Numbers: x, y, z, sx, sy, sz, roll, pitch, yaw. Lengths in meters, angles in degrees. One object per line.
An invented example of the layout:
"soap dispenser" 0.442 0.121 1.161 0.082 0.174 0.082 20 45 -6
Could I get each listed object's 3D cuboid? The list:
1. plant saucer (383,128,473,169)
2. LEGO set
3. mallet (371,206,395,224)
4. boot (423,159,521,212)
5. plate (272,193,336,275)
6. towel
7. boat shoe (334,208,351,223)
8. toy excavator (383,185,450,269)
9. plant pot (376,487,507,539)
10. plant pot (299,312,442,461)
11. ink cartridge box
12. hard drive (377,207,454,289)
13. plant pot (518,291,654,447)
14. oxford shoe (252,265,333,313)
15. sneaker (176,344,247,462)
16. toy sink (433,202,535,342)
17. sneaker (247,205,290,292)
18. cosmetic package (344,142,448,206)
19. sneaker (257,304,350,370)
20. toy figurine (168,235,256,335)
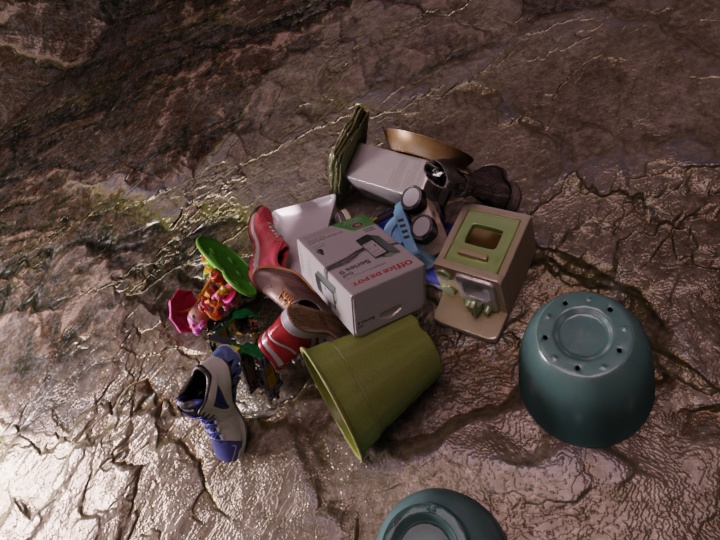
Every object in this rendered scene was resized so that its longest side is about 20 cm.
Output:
"plant saucer" 0.136 -0.240 1.096 0.197 0.198 0.036 23 97 33
"LEGO set" -0.199 0.167 1.027 0.195 0.119 0.154 5 30 22
"mallet" 0.009 -0.083 1.100 0.196 0.041 0.067 -20 50 27
"boot" 0.196 -0.175 0.995 0.201 0.170 0.071 -112 39 -65
"plate" -0.139 -0.057 1.153 0.195 0.032 0.205 -9 58 35
"towel" -0.028 -0.247 1.157 0.036 0.201 0.151 25 67 10
"boat shoe" -0.032 -0.021 1.043 0.063 0.072 0.206 -10 79 -7
"toy excavator" 0.079 -0.024 0.997 0.198 0.099 0.199 -32 57 27
"plant pot" 0.099 0.386 0.704 0.195 0.135 0.205 -11 54 16
"plant pot" 0.028 0.168 0.870 0.187 0.203 0.201 -28 49 -14
"ink cartridge box" 0.000 0.000 0.897 0.143 0.086 0.200 -22 39 -23
"hard drive" 0.109 -0.049 1.064 0.196 0.026 0.134 19 67 33
"plant pot" 0.321 0.127 0.763 0.195 0.162 0.205 -11 54 16
"oxford shoe" -0.131 0.049 1.026 0.196 0.073 0.073 26 104 11
"sneaker" -0.265 0.242 0.923 0.079 0.114 0.206 4 102 28
"toy sink" 0.210 -0.002 0.931 0.128 0.113 0.203 17 66 32
"sneaker" -0.186 -0.054 1.130 0.085 0.074 0.205 -17 60 18
"cosmetic package" 0.078 -0.189 1.114 0.197 0.107 0.087 21 83 35
"sneaker" -0.093 0.129 0.945 0.112 0.198 0.072 -39 50 21
"toy figurine" -0.322 0.061 1.117 0.185 0.149 0.200 -52 49 9
